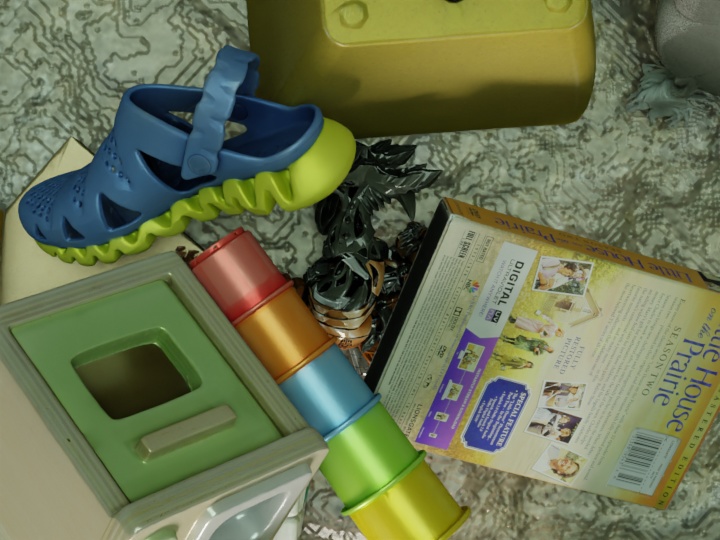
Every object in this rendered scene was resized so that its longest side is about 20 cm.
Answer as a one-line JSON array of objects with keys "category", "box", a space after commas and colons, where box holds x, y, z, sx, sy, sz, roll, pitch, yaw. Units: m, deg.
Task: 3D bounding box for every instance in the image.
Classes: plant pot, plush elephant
[{"category": "plant pot", "box": [0.036, -0.180, 0.919, 0.199, 0.176, 0.201, -5, 91, -4]}, {"category": "plush elephant", "box": [0.235, -0.177, 0.954, 0.164, 0.200, 0.155, 30, 65, -17]}]

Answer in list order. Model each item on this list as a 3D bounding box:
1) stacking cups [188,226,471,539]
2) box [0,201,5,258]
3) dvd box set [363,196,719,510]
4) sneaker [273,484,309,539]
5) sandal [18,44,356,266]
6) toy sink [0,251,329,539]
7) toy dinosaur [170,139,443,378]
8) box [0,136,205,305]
[{"category": "stacking cups", "box": [-0.024, 0.070, 0.907, 0.060, 0.061, 0.200, -38, 91, -4]}, {"category": "box", "box": [-0.304, 0.003, 0.915, 0.199, 0.101, 0.113, 5, 85, 2]}, {"category": "dvd box set", "box": [0.112, 0.050, 0.950, 0.199, 0.029, 0.147, 15, 115, -15]}, {"category": "sneaker", "box": [-0.077, 0.138, 0.962, 0.091, 0.078, 0.201, 8, 86, 2]}, {"category": "sandal", "box": [-0.104, -0.065, 0.903, 0.200, 0.080, 0.087, -18, 122, 23]}, {"category": "toy sink", "box": [-0.104, 0.106, 0.858, 0.130, 0.112, 0.200, -19, 62, -39]}, {"category": "toy dinosaur", "box": [0.000, 0.000, 0.958, 0.200, 0.102, 0.136, -2, 106, -31]}, {"category": "box", "box": [-0.172, 0.049, 0.978, 0.163, 0.021, 0.200, 41, 87, -3]}]
